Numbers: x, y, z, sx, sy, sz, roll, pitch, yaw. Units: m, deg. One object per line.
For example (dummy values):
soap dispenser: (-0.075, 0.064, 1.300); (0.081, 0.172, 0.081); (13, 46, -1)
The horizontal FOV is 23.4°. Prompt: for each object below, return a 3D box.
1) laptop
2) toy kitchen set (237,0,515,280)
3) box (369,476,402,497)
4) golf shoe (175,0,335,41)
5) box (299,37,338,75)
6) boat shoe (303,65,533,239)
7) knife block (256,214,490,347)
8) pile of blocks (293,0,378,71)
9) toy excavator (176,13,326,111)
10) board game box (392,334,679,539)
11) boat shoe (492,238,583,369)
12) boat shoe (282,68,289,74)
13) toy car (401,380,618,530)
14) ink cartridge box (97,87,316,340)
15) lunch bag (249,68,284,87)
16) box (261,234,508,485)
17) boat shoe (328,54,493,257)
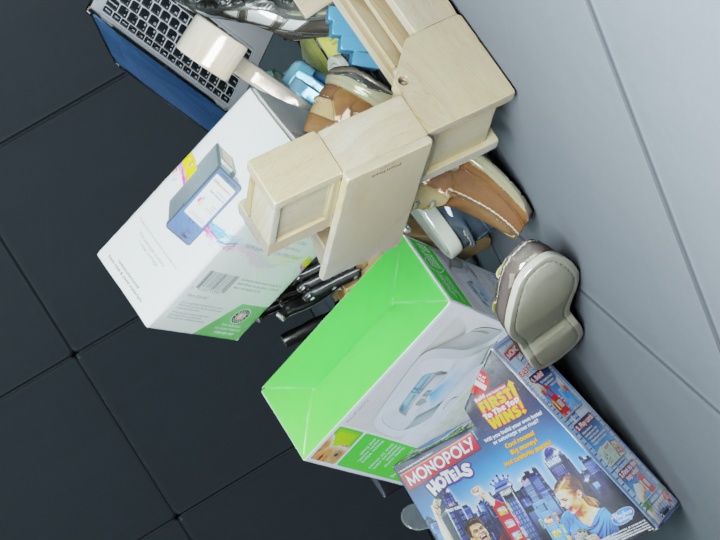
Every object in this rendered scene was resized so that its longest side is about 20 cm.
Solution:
laptop: (-0.145, -0.217, 1.612); (0.187, 0.200, 0.116); (36, 158, -34)
toy kitchen set: (-0.025, -0.115, 1.307); (0.181, 0.200, 0.163); (57, 160, 19)
box: (0.068, 0.116, 1.774); (0.106, 0.200, 0.122); (63, 172, -32)
golf shoe: (-0.086, -0.240, 1.567); (0.200, 0.078, 0.095); (14, 159, 27)
box: (-0.021, -0.203, 1.697); (0.075, 0.050, 0.200); (57, 173, 16)
boat shoe: (0.042, -0.082, 1.400); (0.200, 0.074, 0.076); (35, 173, -1)
knife block: (0.000, 0.000, 1.588); (0.200, 0.176, 0.064); (-1, -128, -52)
pile of blocks: (-0.010, -0.215, 1.410); (0.200, 0.082, 0.062); (59, 173, -4)
toy excavator: (-0.064, -0.152, 1.562); (0.200, 0.100, 0.194); (33, -174, 2)
board game box: (0.137, 0.165, 1.511); (0.200, 0.200, 0.062); (60, -148, 1)
boat shoe: (0.137, 0.019, 1.405); (0.060, 0.072, 0.200); (53, 177, 24)
boat shoe: (-0.020, -0.143, 1.922); (0.200, 0.074, 0.065); (52, 175, -36)
toy car: (0.137, 0.202, 1.635); (0.158, 0.200, 0.164); (63, 172, -33)
ink cartridge box: (-0.097, -0.043, 1.458); (0.088, 0.200, 0.145); (53, -162, 24)
lunch bag: (-0.062, -0.096, 1.715); (0.160, 0.077, 0.200); (48, -161, -40)
box: (0.045, 0.086, 1.561); (0.176, 0.200, 0.097); (23, -154, -47)
boat shoe: (0.046, -0.107, 1.480); (0.200, 0.062, 0.075); (56, 172, -1)
